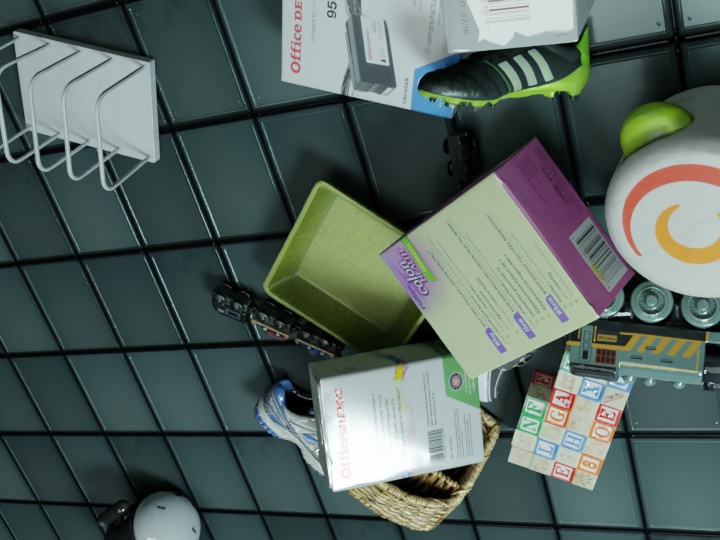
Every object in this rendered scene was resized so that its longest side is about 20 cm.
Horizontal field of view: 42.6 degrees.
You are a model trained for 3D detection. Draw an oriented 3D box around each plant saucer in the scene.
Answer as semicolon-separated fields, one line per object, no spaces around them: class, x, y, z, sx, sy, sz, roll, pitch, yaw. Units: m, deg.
plant saucer;0.000;0.000;1.168;0.199;0.048;0.200;32;127;1

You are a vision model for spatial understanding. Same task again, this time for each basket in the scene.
basket;0.060;0.233;1.232;0.199;0.143;0.149;35;129;-1

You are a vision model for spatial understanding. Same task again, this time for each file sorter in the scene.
file sorter;-0.372;-0.199;1.154;0.199;0.125;0.140;15;125;14

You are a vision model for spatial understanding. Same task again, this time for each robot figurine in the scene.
robot figurine;-0.357;0.452;1.571;0.200;0.150;0.125;-39;64;37

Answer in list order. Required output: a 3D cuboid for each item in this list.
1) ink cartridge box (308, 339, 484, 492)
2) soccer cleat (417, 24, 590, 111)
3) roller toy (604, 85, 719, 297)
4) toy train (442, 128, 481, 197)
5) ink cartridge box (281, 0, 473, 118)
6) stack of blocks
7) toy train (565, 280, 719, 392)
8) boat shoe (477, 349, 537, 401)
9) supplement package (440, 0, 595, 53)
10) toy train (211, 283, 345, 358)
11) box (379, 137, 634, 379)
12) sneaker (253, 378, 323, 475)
ink cartridge box;0.043;0.174;1.143;0.198;0.084;0.146;-9;102;-12
soccer cleat;0.142;-0.205;0.908;0.067;0.199;0.082;33;129;55
roller toy;0.344;-0.078;0.909;0.181;0.140;0.201;17;135;21
toy train;0.130;-0.069;1.069;0.034;0.046;0.201;9;124;36
ink cartridge box;0.021;-0.258;0.968;0.199;0.084;0.145;15;126;15
stack of blocks;0.264;0.169;1.154;0.114;0.059;0.201;18;126;13
toy train;0.321;0.071;1.027;0.198;0.085;0.115;5;85;18
boat shoe;0.186;0.083;1.133;0.066;0.070;0.201;16;118;15
supplement package;0.146;-0.285;0.822;0.116;0.200;0.118;0;121;23
toy train;-0.114;0.073;1.266;0.199;0.034;0.046;22;135;11
box;0.152;-0.008;0.986;0.176;0.097;0.200;53;137;-1
sneaker;-0.057;0.227;1.324;0.199;0.077;0.085;32;124;1
